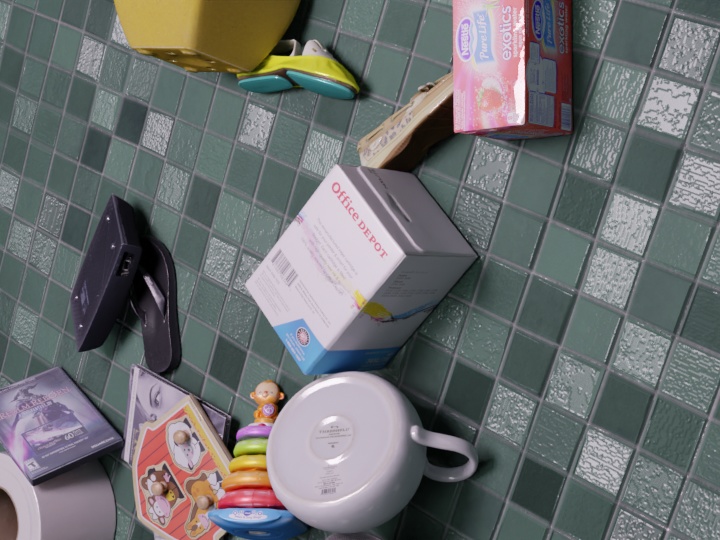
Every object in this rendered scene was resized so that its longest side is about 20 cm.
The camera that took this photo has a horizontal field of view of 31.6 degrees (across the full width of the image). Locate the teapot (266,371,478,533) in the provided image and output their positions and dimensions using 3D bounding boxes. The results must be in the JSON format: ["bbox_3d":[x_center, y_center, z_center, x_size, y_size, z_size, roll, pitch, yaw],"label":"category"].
[{"bbox_3d":[0.001,0.221,1.464,0.197,0.146,0.200,-47,48,-7],"label":"teapot"}]

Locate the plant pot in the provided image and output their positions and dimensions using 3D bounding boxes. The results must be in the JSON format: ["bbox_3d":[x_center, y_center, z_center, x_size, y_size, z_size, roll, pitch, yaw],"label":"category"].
[{"bbox_3d":[-0.196,-0.357,1.600,0.194,0.195,0.200,9,86,39],"label":"plant pot"}]

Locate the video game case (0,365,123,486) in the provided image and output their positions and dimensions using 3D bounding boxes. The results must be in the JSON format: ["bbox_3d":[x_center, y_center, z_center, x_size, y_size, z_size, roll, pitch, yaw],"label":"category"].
[{"bbox_3d":[-0.456,0.221,1.848,0.200,0.143,0.019,39,139,38],"label":"video game case"}]

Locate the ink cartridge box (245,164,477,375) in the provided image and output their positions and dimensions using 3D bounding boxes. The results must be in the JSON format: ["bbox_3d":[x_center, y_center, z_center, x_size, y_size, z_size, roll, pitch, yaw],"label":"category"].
[{"bbox_3d":[0.000,0.000,1.480,0.200,0.146,0.147,-51,60,27],"label":"ink cartridge box"}]

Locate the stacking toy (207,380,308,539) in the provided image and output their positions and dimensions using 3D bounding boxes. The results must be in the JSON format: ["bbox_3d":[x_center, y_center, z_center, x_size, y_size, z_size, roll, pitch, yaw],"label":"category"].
[{"bbox_3d":[-0.123,0.235,1.617,0.116,0.110,0.200,0,68,9],"label":"stacking toy"}]

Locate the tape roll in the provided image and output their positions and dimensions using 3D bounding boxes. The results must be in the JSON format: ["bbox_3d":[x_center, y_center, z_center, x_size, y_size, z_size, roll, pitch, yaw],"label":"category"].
[{"bbox_3d":[-0.476,0.361,1.870,0.202,0.139,0.203,-2,87,40],"label":"tape roll"}]

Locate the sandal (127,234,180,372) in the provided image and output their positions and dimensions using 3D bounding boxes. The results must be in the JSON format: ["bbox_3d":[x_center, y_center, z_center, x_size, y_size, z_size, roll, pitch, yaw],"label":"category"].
[{"bbox_3d":[-0.294,0.043,1.787,0.076,0.043,0.201,-22,75,37],"label":"sandal"}]

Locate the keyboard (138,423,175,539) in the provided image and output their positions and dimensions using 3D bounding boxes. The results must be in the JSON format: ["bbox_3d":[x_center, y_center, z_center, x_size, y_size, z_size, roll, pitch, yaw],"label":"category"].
[{"bbox_3d":[-0.277,0.312,1.771,0.056,0.011,0.200,-4,95,39],"label":"keyboard"}]

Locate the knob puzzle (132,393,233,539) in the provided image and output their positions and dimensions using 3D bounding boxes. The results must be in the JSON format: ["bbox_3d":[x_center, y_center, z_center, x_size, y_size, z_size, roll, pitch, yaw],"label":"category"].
[{"bbox_3d":[-0.248,0.292,1.721,0.219,0.030,0.220,7,102,33],"label":"knob puzzle"}]

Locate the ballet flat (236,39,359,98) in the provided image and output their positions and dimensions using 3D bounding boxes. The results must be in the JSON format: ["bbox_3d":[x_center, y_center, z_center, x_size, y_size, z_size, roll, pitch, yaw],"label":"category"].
[{"bbox_3d":[-0.078,-0.259,1.608,0.200,0.067,0.067,9,77,41],"label":"ballet flat"}]

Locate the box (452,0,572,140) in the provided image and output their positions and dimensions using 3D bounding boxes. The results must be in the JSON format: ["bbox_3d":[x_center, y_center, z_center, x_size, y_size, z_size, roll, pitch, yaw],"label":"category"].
[{"bbox_3d":[0.164,-0.246,1.379,0.095,0.103,0.200,-1,89,39],"label":"box"}]

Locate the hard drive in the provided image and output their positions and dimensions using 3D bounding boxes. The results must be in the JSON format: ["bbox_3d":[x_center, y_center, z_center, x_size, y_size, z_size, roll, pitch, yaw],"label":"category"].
[{"bbox_3d":[-0.363,0.006,1.811,0.200,0.042,0.135,-62,31,30],"label":"hard drive"}]

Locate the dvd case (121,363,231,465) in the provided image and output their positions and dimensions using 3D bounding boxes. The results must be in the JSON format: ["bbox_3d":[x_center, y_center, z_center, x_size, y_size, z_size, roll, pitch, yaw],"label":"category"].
[{"bbox_3d":[-0.259,0.232,1.760,0.200,0.016,0.149,24,112,38],"label":"dvd case"}]

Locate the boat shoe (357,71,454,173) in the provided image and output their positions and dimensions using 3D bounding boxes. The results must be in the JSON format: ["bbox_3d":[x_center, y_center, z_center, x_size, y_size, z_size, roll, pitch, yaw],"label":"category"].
[{"bbox_3d":[0.063,-0.176,1.479,0.200,0.073,0.063,-40,63,34],"label":"boat shoe"}]

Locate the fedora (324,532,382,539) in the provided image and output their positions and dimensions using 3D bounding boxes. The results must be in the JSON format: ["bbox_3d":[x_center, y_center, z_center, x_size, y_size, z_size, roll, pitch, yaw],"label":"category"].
[{"bbox_3d":[0.035,0.389,1.479,0.177,0.090,0.200,-7,92,41],"label":"fedora"}]
